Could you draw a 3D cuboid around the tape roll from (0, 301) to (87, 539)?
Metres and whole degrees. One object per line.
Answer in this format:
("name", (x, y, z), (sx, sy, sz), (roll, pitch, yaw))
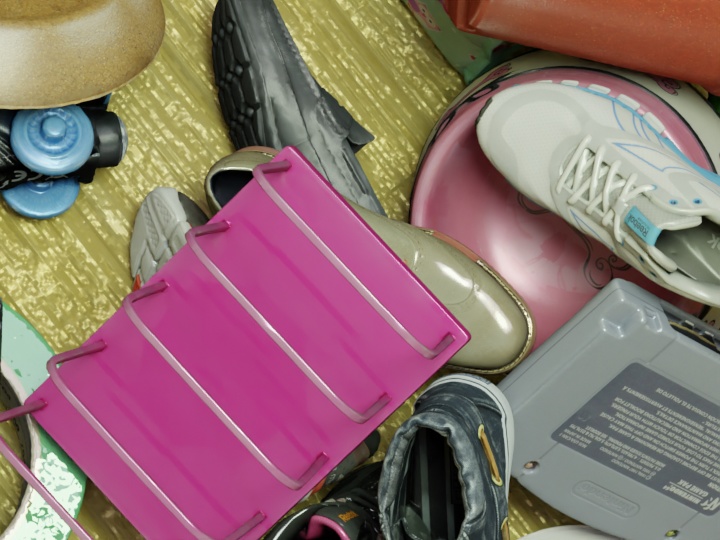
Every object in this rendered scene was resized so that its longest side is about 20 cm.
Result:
("tape roll", (-0.248, 0.101, 1.453), (0.200, 0.048, 0.200), (3, 75, -13))

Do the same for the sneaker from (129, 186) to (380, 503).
("sneaker", (-0.058, 0.038, 1.504), (0.082, 0.077, 0.200), (-15, 67, -37))

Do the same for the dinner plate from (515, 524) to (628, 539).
("dinner plate", (0.134, 0.237, 1.498), (0.200, 0.024, 0.200), (8, 69, -22))

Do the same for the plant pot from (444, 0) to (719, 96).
("plant pot", (0.154, -0.187, 1.443), (0.195, 0.201, 0.201), (6, 74, -12))

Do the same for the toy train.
("toy train", (-0.230, -0.089, 1.490), (0.200, 0.087, 0.114), (-6, 68, -16))

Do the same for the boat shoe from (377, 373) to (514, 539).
("boat shoe", (0.043, 0.158, 1.404), (0.071, 0.091, 0.200), (0, 101, 18))

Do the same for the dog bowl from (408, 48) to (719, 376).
("dog bowl", (0.116, -0.025, 1.504), (0.200, 0.074, 0.200), (2, 96, 14))

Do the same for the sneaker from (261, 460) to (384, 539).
("sneaker", (-0.011, 0.154, 1.436), (0.080, 0.086, 0.200), (31, 40, 11))

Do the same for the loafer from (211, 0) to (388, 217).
("loafer", (-0.028, -0.069, 1.541), (0.070, 0.068, 0.201), (-19, 86, -23))

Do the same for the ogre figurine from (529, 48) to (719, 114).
("ogre figurine", (0.158, -0.092, 1.573), (0.200, 0.098, 0.120), (-28, 72, -28))

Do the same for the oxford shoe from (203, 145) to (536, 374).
("oxford shoe", (0.000, 0.000, 1.460), (0.200, 0.074, 0.071), (27, 97, 8))

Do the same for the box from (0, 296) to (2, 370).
("box", (-0.267, 0.108, 1.398), (0.160, 0.044, 0.200), (4, 75, -13))

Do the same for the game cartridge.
("game cartridge", (0.160, 0.087, 1.484), (0.200, 0.133, 0.041), (28, 26, -36))

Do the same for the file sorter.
("file sorter", (-0.069, 0.055, 1.373), (0.200, 0.125, 0.139), (-44, 86, 8))

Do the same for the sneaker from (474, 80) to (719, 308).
("sneaker", (0.146, -0.037, 1.413), (0.200, 0.087, 0.075), (30, 105, 12))

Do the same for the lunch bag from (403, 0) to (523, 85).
("lunch bag", (0.100, -0.233, 1.585), (0.200, 0.122, 0.170), (-36, 85, -13))

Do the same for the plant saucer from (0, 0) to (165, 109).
("plant saucer", (-0.202, -0.162, 1.484), (0.200, 0.035, 0.200), (10, 39, -8))
